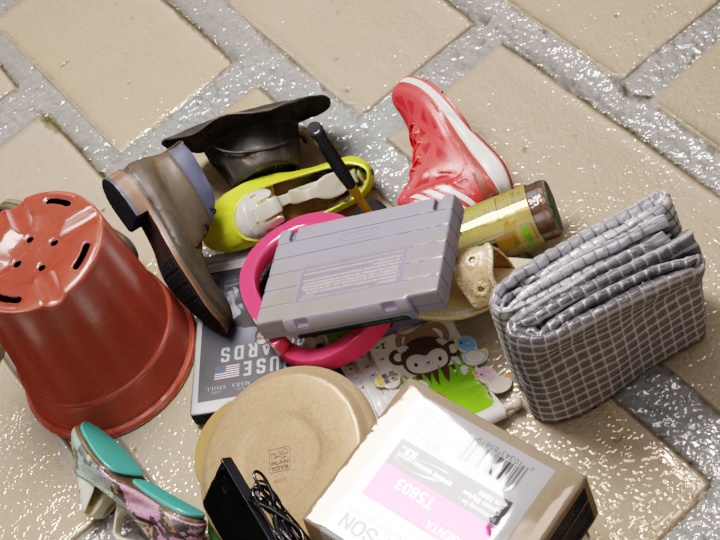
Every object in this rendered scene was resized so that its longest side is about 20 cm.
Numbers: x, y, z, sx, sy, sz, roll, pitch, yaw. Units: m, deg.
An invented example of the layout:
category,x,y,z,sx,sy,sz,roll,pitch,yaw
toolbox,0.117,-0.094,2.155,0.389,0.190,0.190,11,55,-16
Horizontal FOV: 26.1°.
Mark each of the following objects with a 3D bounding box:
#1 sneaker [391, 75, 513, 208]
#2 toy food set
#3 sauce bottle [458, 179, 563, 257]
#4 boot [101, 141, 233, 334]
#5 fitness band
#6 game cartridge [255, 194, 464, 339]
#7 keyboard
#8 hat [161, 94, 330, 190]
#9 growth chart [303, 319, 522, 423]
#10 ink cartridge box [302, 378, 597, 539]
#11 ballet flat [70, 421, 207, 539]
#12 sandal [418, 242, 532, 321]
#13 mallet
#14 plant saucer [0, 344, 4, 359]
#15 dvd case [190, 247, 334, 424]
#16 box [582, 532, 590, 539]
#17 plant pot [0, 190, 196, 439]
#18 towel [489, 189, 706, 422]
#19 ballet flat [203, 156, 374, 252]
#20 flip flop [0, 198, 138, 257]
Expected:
category,x,y,z,sx,sy,sz,roll,pitch,yaw
sneaker,0.064,-0.120,1.649,0.115,0.079,0.200,-35,50,-9
toy food set,-0.067,0.188,1.471,0.198,0.049,0.200,-29,56,12
sauce bottle,0.105,-0.028,1.571,0.198,0.065,0.065,-22,49,16
boot,-0.170,-0.037,1.599,0.097,0.075,0.201,-37,93,-24
fitness band,-0.043,0.020,1.561,0.143,0.038,0.200,-32,43,-4
game cartridge,0.000,0.000,1.498,0.198,0.038,0.131,-11,49,27
keyboard,-0.071,0.257,1.394,0.039,0.105,0.201,-15,59,-36
hat,-0.116,-0.128,1.699,0.198,0.201,0.082,-16,89,8
growth chart,0.054,0.097,1.514,0.144,0.018,0.200,-29,50,-17
ink cartridge box,0.077,0.210,1.333,0.199,0.075,0.165,26,66,32
ballet flat,-0.229,0.223,1.514,0.199,0.069,0.072,31,96,35
sandal,0.128,-0.001,1.490,0.209,0.070,0.078,2,52,-9
mallet,-0.003,-0.077,1.563,0.041,0.200,0.066,-36,57,-1
plant saucer,-0.487,0.077,1.727,0.198,0.037,0.202,-11,51,13
dvd case,-0.099,0.059,1.607,0.148,0.025,0.202,-10,51,12
box,0.081,0.254,1.381,0.200,0.050,0.157,-44,53,-14
plant pot,-0.293,0.036,1.583,0.198,0.196,0.203,-10,52,13
towel,0.225,0.042,1.413,0.198,0.166,0.086,-28,53,-1
ballet flat,-0.076,-0.074,1.647,0.198,0.068,0.067,-21,7,-10
flip flop,-0.325,-0.048,1.744,0.198,0.082,0.058,15,46,35
